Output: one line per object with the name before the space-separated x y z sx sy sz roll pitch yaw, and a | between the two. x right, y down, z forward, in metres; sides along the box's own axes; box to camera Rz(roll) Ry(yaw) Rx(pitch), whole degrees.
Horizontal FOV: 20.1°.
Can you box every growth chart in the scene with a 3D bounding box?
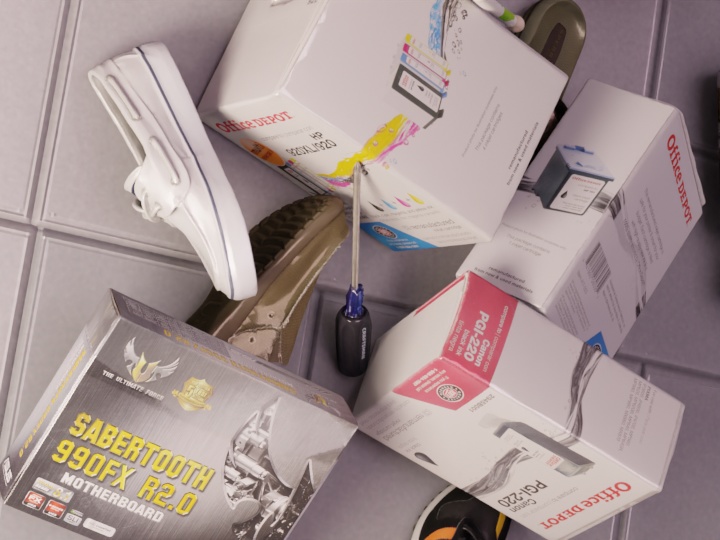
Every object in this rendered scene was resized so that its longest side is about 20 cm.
growth chart | 0.039 -0.255 1.466 0.018 0.145 0.200 -40 79 11

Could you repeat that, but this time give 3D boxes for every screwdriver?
screwdriver | 0.000 0.000 1.466 0.029 0.028 0.200 -3 131 -12

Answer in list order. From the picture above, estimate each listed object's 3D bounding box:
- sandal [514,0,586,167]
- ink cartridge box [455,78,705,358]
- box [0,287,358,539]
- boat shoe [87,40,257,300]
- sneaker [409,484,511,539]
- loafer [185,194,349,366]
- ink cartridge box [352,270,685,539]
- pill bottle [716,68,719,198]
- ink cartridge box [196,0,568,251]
sandal | 0.138 -0.127 1.586 0.080 0.057 0.202 34 69 -43
ink cartridge box | 0.174 -0.022 1.561 0.200 0.086 0.147 -56 147 -21
box | -0.125 0.123 1.403 0.200 0.048 0.159 27 105 -26
boat shoe | -0.133 -0.063 1.420 0.065 0.074 0.200 -21 71 -14
sneaker | 0.064 0.237 1.519 0.070 0.090 0.200 49 67 -18
loafer | -0.073 0.030 1.465 0.200 0.076 0.067 -49 116 -9
ink cartridge box | 0.115 0.106 1.498 0.200 0.146 0.085 30 55 -15
pill bottle | 0.355 -0.072 1.682 0.114 0.114 0.201 0 88 -29
ink cartridge box | 0.013 -0.127 1.474 0.200 0.147 0.145 33 73 -24
